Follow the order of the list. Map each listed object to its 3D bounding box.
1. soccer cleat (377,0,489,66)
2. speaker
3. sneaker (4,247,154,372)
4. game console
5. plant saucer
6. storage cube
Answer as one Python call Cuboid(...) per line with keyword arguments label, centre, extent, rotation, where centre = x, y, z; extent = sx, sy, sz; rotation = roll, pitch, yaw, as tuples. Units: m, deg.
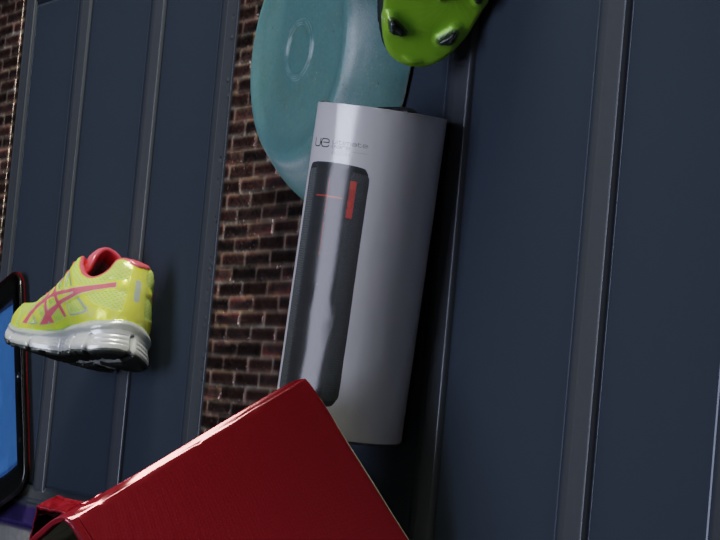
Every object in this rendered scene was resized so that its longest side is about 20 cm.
Cuboid(label="soccer cleat", centre=(0.056, -0.218, 1.455), extent=(0.081, 0.067, 0.201), rotation=(-85, 9, -67))
Cuboid(label="speaker", centre=(0.000, 0.000, 1.482), extent=(0.081, 0.081, 0.201), rotation=(13, 95, 63))
Cuboid(label="sneaker", centre=(-0.206, 0.028, 1.905), extent=(0.200, 0.078, 0.091), rotation=(0, 75, 58))
Cuboid(label="game console", centre=(-0.367, 0.115, 2.152), extent=(0.119, 0.172, 0.201), rotation=(91, 174, -67))
Cuboid(label="plant saucer", centre=(-0.027, -0.141, 1.618), extent=(0.200, 0.036, 0.201), rotation=(-25, 61, 60))
Cuboid(label="storage cube", centre=(-0.086, 0.193, 1.426), extent=(0.200, 0.180, 0.171), rotation=(58, 145, 4))
